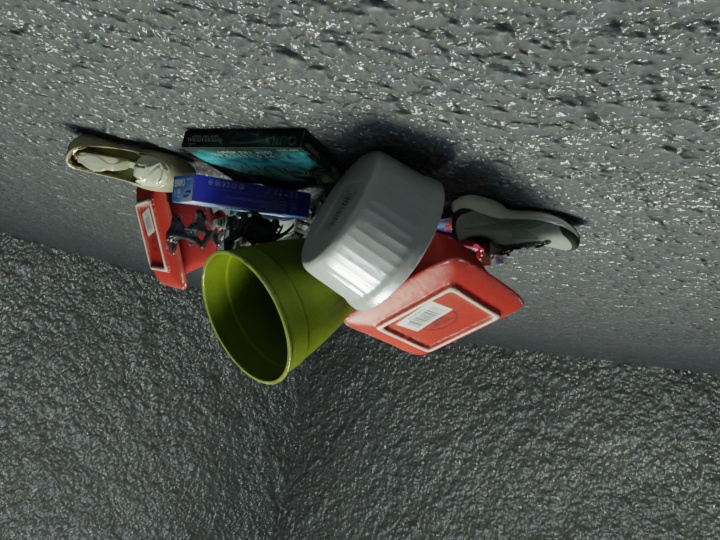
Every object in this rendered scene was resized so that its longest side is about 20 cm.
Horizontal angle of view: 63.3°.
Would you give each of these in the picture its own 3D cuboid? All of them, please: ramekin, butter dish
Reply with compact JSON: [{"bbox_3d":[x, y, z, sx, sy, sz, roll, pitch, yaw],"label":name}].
[{"bbox_3d":[0.008,-0.058,0.760,0.098,0.201,0.200,32,163,-18],"label":"ramekin"},{"bbox_3d":[0.097,0.014,0.844,0.200,0.148,0.199,-31,141,29],"label":"butter dish"},{"bbox_3d":[-0.321,-0.079,1.093,0.148,0.200,0.200,-17,-170,-30],"label":"butter dish"}]

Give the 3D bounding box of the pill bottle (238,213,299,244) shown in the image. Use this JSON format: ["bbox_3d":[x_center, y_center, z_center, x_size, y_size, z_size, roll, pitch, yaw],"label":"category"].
[{"bbox_3d":[-0.173,-0.019,1.107,0.119,0.200,0.120,7,-153,-4],"label":"pill bottle"}]

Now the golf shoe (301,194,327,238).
[{"bbox_3d":[-0.053,-0.077,1.000,0.078,0.097,0.200,-4,172,-35],"label":"golf shoe"}]

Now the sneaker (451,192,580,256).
[{"bbox_3d":[0.227,-0.053,0.867,0.200,0.079,0.074,11,168,-7],"label":"sneaker"}]

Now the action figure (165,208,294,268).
[{"bbox_3d":[-0.202,-0.046,0.933,0.200,0.102,0.119,6,-164,22],"label":"action figure"}]

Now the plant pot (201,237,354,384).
[{"bbox_3d":[-0.097,0.033,0.869,0.193,0.201,0.200,-27,-162,-39],"label":"plant pot"}]

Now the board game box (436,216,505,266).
[{"bbox_3d":[0.160,-0.034,0.979,0.200,0.039,0.158,-10,153,29],"label":"board game box"}]

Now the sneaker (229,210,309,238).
[{"bbox_3d":[-0.176,-0.069,1.182,0.200,0.091,0.078,20,166,-37],"label":"sneaker"}]

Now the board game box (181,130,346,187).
[{"bbox_3d":[-0.134,-0.158,0.834,0.200,0.028,0.135,7,168,27],"label":"board game box"}]

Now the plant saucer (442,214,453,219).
[{"bbox_3d":[0.136,-0.072,1.031,0.070,0.019,0.200,17,167,-28],"label":"plant saucer"}]

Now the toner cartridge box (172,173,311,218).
[{"bbox_3d":[-0.189,-0.117,0.941,0.200,0.043,0.095,5,-179,-35],"label":"toner cartridge box"}]

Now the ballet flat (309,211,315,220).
[{"bbox_3d":[-0.011,-0.064,1.067,0.200,0.075,0.068,7,176,23],"label":"ballet flat"}]

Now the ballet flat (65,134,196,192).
[{"bbox_3d":[-0.365,-0.163,0.924,0.200,0.070,0.069,12,170,-6],"label":"ballet flat"}]
